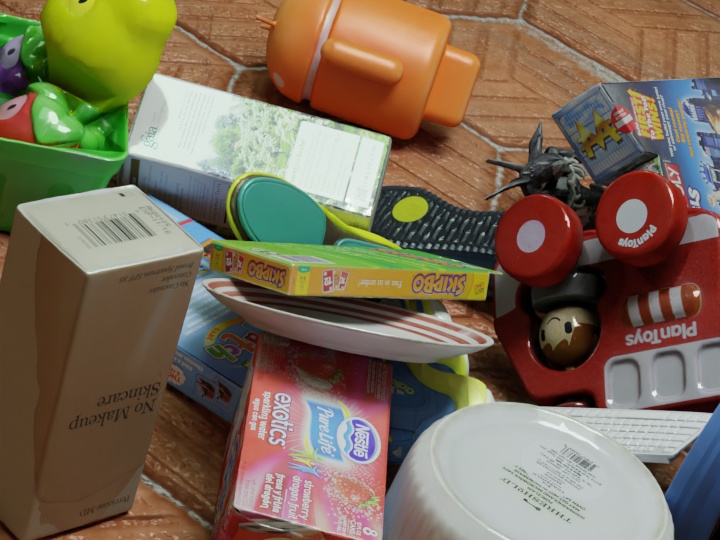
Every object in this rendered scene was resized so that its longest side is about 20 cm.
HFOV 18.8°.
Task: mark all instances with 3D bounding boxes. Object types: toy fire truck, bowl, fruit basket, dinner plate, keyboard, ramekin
[{"bbox_3d":[0.184,0.032,1.568,0.112,0.199,0.170,28,56,-52],"label":"toy fire truck"},{"bbox_3d":[0.266,0.109,1.459,0.039,0.202,0.200,34,33,17],"label":"bowl"},{"bbox_3d":[-0.227,-0.149,1.637,0.154,0.217,0.216,10,31,-12],"label":"fruit basket"},{"bbox_3d":[-0.010,0.036,1.446,0.198,0.024,0.200,11,3,-1],"label":"dinner plate"},{"bbox_3d":[0.155,0.109,1.484,0.056,0.011,0.199,-39,23,-33],"label":"keyboard"},{"bbox_3d":[0.104,0.172,1.380,0.198,0.106,0.201,13,30,-8],"label":"ramekin"}]

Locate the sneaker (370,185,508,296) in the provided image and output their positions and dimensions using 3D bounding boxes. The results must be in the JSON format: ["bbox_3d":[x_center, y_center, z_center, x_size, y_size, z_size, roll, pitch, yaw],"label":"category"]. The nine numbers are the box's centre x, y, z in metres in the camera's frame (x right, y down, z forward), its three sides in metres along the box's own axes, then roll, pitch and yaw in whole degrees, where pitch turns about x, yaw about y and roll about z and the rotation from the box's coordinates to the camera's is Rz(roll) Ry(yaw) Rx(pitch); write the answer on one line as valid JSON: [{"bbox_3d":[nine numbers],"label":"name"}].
[{"bbox_3d":[0.076,-0.013,1.727,0.198,0.079,0.066,11,51,24],"label":"sneaker"}]

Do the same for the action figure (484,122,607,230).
[{"bbox_3d":[0.209,-0.072,1.832,0.198,0.102,0.120,11,60,-20],"label":"action figure"}]

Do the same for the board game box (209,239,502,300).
[{"bbox_3d":[0.000,0.000,1.539,0.199,0.030,0.095,-1,11,-39],"label":"board game box"}]

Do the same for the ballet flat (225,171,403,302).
[{"bbox_3d":[-0.040,-0.016,1.610,0.199,0.067,0.067,26,-15,-39],"label":"ballet flat"}]

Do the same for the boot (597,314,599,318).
[{"bbox_3d":[0.268,0.051,1.661,0.198,0.074,0.096,13,67,-6],"label":"boot"}]

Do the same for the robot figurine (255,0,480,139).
[{"bbox_3d":[0.003,-0.186,1.905,0.198,0.117,0.144,19,45,0],"label":"robot figurine"}]

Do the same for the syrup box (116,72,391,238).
[{"bbox_3d":[-0.083,-0.076,1.680,0.198,0.082,0.079,14,59,1],"label":"syrup box"}]

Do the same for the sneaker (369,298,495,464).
[{"bbox_3d":[0.021,0.073,1.529,0.104,0.076,0.200,-8,25,-17],"label":"sneaker"}]

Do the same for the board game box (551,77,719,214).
[{"bbox_3d":[0.252,-0.075,1.757,0.199,0.062,0.202,10,60,-38],"label":"board game box"}]

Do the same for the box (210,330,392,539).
[{"bbox_3d":[-0.038,0.139,1.364,0.095,0.100,0.201,14,30,-5],"label":"box"}]

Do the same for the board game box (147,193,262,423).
[{"bbox_3d":[-0.124,0.023,1.570,0.199,0.037,0.151,30,31,21],"label":"board game box"}]

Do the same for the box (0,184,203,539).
[{"bbox_3d":[-0.173,0.057,1.326,0.094,0.201,0.078,-14,42,-42],"label":"box"}]
